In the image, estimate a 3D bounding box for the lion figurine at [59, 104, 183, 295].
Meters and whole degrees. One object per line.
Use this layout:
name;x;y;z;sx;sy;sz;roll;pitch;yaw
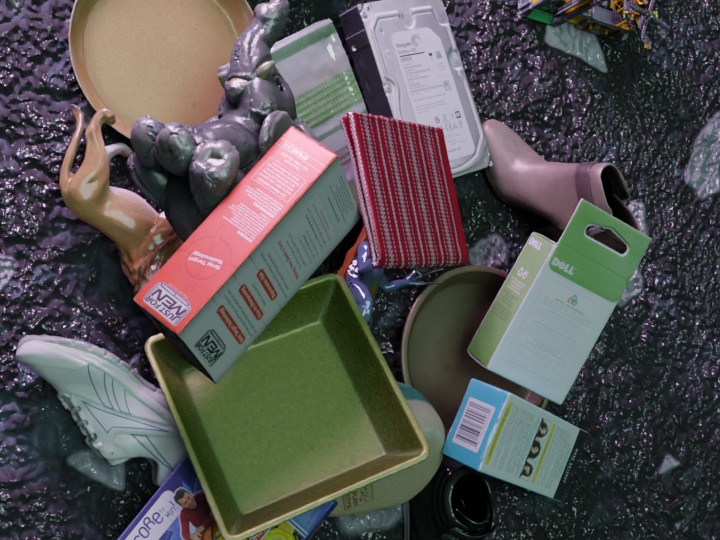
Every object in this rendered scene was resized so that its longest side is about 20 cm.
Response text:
lion figurine;-0.220;-0.052;1.041;0.199;0.072;0.123;38;67;-11

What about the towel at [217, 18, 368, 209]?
towel;-0.052;-0.138;1.143;0.148;0.031;0.202;-31;107;-29

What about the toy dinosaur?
toy dinosaur;0.000;0.000;1.121;0.197;0.105;0.184;-2;69;-10

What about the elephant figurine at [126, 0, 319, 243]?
elephant figurine;-0.102;-0.122;1.017;0.141;0.156;0.200;39;53;12

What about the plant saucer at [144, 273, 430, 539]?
plant saucer;-0.068;0.123;0.996;0.197;0.048;0.202;-19;65;-20

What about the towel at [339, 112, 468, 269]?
towel;0.046;-0.073;1.068;0.199;0.022;0.147;-2;79;-61

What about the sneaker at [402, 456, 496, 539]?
sneaker;0.094;0.288;1.136;0.070;0.099;0.203;-4;87;-29

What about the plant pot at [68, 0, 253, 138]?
plant pot;-0.190;-0.214;1.098;0.197;0.027;0.204;3;83;-26

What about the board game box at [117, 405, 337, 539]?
board game box;-0.134;0.244;1.002;0.135;0.034;0.201;39;83;13

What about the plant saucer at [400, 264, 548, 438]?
plant saucer;0.125;0.096;1.216;0.197;0.029;0.204;4;81;-27

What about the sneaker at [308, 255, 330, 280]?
sneaker;-0.092;0.023;1.064;0.105;0.075;0.203;10;78;9

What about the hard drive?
hard drive;0.063;-0.191;1.197;0.139;0.038;0.203;-19;91;-44

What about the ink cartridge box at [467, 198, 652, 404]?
ink cartridge box;0.209;0.028;1.177;0.103;0.059;0.202;26;97;-21

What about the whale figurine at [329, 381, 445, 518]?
whale figurine;-0.016;0.181;1.096;0.198;0.104;0.160;-24;138;-14

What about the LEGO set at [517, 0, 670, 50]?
LEGO set;0.278;-0.355;1.301;0.198;0.115;0.156;19;75;-24

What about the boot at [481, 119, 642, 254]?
boot;0.223;-0.094;1.223;0.070;0.146;0.201;-41;102;-26

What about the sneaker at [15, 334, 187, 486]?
sneaker;-0.227;0.125;1.011;0.199;0.074;0.088;35;74;-18

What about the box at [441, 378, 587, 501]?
box;0.164;0.178;1.155;0.199;0.049;0.083;30;81;-52

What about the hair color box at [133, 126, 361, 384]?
hair color box;-0.091;-0.013;0.952;0.061;0.102;0.200;32;73;27
